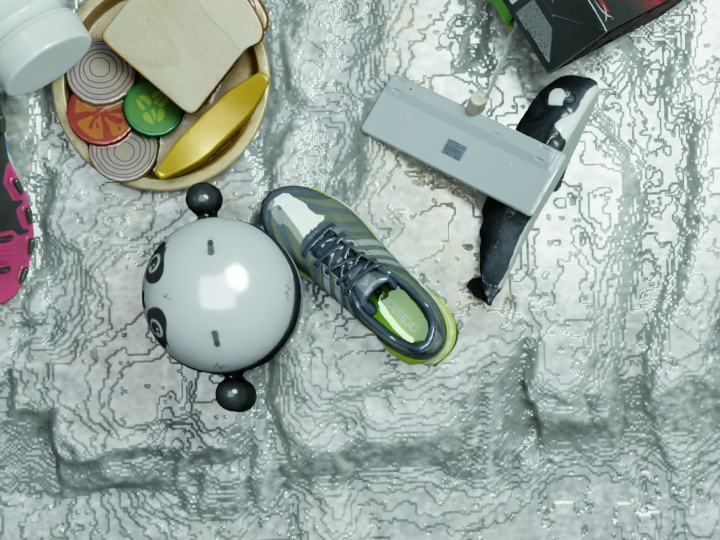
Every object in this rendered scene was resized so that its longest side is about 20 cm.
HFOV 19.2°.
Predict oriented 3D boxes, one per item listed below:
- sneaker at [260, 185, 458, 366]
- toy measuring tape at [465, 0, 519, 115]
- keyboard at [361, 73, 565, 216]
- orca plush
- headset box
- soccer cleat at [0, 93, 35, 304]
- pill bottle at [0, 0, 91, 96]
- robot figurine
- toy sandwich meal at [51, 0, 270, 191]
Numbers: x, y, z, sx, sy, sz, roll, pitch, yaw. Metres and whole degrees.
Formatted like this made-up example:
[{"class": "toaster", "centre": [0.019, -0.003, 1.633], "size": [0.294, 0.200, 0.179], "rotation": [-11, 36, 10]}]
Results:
[{"class": "sneaker", "centre": [0.000, 0.000, 1.748], "size": [0.200, 0.081, 0.074], "rotation": [39, 88, 3]}, {"class": "toy measuring tape", "centre": [0.106, -0.224, 1.747], "size": [0.073, 0.074, 0.201], "rotation": [24, 68, 2]}, {"class": "keyboard", "centre": [0.080, -0.104, 1.730], "size": [0.199, 0.011, 0.057], "rotation": [30, 95, 40]}, {"class": "orca plush", "centre": [0.122, -0.076, 1.750], "size": [0.071, 0.105, 0.201], "rotation": [27, 110, 13]}, {"class": "headset box", "centre": [0.188, -0.263, 1.715], "size": [0.200, 0.077, 0.149], "rotation": [-29, 87, -45]}, {"class": "soccer cleat", "centre": [-0.321, -0.073, 1.774], "size": [0.070, 0.086, 0.202], "rotation": [-16, 108, -35]}, {"class": "pill bottle", "centre": [-0.307, -0.247, 1.743], "size": [0.112, 0.113, 0.201], "rotation": [-34, 82, 0]}, {"class": "robot figurine", "centre": [-0.110, 0.021, 1.690], "size": [0.150, 0.200, 0.125], "rotation": [42, 89, 2]}, {"class": "toy sandwich meal", "centre": [-0.162, -0.165, 1.765], "size": [0.203, 0.070, 0.207], "rotation": [0, 87, 1]}]
